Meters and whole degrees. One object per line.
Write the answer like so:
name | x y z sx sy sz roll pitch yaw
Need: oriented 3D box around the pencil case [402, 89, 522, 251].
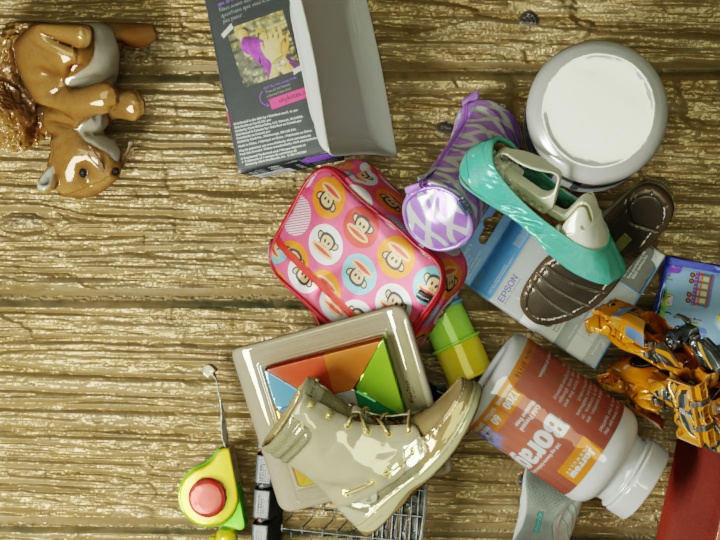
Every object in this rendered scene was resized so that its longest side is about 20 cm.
pencil case | 0.104 -0.102 1.626 0.084 0.200 0.086 -32 106 36

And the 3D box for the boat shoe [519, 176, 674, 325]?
boat shoe | 0.247 -0.020 1.613 0.200 0.076 0.072 -41 97 25

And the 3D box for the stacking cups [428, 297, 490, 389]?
stacking cups | 0.083 0.024 1.696 0.060 0.061 0.202 -22 87 5

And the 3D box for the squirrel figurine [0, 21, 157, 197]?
squirrel figurine | -0.330 -0.176 1.711 0.198 0.141 0.189 4 101 19

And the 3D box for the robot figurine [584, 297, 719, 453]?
robot figurine | 0.305 0.108 1.561 0.058 0.200 0.146 -25 117 -17

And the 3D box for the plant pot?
plant pot | 0.419 0.261 1.606 0.198 0.176 0.202 12 91 5

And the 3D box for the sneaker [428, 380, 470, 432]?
sneaker | 0.028 0.133 1.684 0.198 0.080 0.072 15 83 3

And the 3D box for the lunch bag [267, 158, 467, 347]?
lunch bag | 0.000 0.000 1.667 0.200 0.082 0.177 42 120 17

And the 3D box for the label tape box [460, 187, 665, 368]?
label tape box | 0.204 -0.008 1.681 0.199 0.066 0.144 33 93 3

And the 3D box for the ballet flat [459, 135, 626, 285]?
ballet flat | 0.187 -0.061 1.525 0.199 0.070 0.068 36 49 -2

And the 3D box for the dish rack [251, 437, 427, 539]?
dish rack | -0.023 0.240 1.692 0.198 0.055 0.155 4 91 14

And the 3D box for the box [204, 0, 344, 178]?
box | -0.091 -0.209 1.678 0.105 0.122 0.202 -11 89 6

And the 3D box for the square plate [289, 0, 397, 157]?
square plate | -0.023 -0.215 1.640 0.028 0.200 0.200 -11 89 22

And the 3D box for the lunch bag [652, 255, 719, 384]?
lunch bag | 0.390 0.074 1.650 0.198 0.094 0.152 11 93 6

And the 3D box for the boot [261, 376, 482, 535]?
boot | 0.011 0.151 1.570 0.155 0.073 0.200 39 111 -7

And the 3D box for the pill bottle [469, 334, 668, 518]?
pill bottle | 0.211 0.164 1.611 0.199 0.112 0.113 34 93 1

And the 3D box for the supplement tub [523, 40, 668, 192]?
supplement tub | 0.238 -0.154 1.610 0.139 0.200 0.142 0 90 5

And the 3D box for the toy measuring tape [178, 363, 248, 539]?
toy measuring tape | -0.171 0.207 1.712 0.073 0.074 0.202 -11 89 5

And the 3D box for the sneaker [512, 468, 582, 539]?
sneaker | 0.199 0.260 1.683 0.070 0.080 0.202 19 72 12

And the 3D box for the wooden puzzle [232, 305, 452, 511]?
wooden puzzle | -0.021 0.147 1.626 0.198 0.037 0.187 -14 101 14
